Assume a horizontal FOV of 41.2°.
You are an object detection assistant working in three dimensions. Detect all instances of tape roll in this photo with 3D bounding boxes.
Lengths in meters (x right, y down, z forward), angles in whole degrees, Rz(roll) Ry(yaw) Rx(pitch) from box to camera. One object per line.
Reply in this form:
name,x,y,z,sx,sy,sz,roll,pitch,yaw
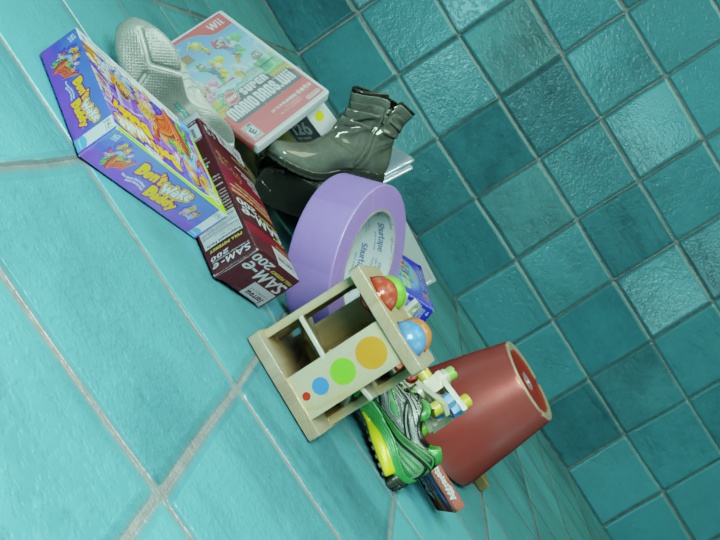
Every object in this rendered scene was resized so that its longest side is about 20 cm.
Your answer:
tape roll,-0.015,-0.017,1.203,0.065,0.201,0.200,16,-9,23

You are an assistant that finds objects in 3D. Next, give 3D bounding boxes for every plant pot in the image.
plant pot,0.196,0.217,1.537,0.201,0.177,0.201,53,16,-22

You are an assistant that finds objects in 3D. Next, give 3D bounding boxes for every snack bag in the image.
snack bag,-0.023,-0.156,1.570,0.021,0.188,0.200,64,-7,-25

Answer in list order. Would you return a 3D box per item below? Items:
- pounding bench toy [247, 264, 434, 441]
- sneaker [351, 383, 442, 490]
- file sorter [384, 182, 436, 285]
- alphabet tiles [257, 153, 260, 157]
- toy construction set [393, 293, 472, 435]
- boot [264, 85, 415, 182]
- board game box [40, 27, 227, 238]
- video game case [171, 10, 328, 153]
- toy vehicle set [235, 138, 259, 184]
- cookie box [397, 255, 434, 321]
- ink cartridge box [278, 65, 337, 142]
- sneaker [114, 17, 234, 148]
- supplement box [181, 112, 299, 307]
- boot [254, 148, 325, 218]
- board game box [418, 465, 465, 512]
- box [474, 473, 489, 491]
pounding bench toy,-0.002,0.079,1.055,0.125,0.156,0.200,58,8,6
sneaker,0.040,0.160,1.174,0.078,0.085,0.201,29,38,-78
file sorter,0.011,-0.053,1.599,0.201,0.138,0.125,61,2,-29
alphabet tiles,-0.130,-0.141,1.532,0.201,0.008,0.167,59,0,-23
toy construction set,0.069,0.133,1.269,0.131,0.092,0.201,86,-18,-54
boot,-0.027,-0.188,1.274,0.199,0.131,0.068,6,25,-38
board game box,-0.220,-0.130,0.950,0.135,0.045,0.200,62,10,28
video game case,-0.160,-0.251,1.253,0.200,0.143,0.017,38,-33,14
toy vehicle set,-0.211,-0.214,1.351,0.200,0.026,0.124,55,9,-21
cookie box,0.000,0.000,1.409,0.199,0.075,0.171,33,17,-15
ink cartridge box,-0.095,-0.202,1.404,0.200,0.047,0.197,50,-21,-28
sneaker,-0.232,-0.215,1.156,0.201,0.070,0.080,56,-7,-30
supplement box,-0.149,-0.068,1.073,0.201,0.061,0.109,63,10,27
boot,-0.055,-0.108,1.348,0.203,0.074,0.154,24,16,-17
board game box,0.066,0.226,1.259,0.201,0.019,0.103,58,-12,6
box,0.162,0.278,1.715,0.201,0.021,0.164,56,9,-16
